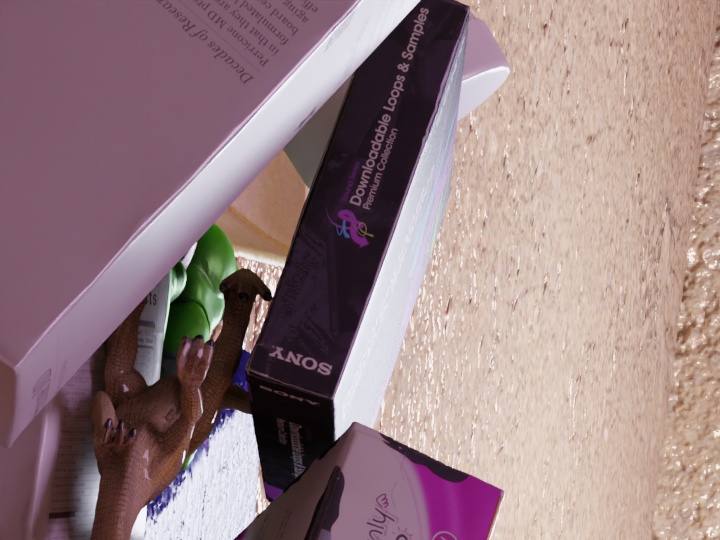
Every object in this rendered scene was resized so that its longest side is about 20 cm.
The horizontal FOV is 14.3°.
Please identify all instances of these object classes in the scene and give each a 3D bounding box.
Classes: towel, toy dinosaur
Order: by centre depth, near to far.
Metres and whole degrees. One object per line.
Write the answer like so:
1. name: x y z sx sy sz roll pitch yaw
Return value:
1. toy dinosaur: -0.068 0.047 0.953 0.200 0.058 0.102 -63 167 -67
2. towel: -0.096 0.131 1.296 0.200 0.049 0.148 -53 152 -65

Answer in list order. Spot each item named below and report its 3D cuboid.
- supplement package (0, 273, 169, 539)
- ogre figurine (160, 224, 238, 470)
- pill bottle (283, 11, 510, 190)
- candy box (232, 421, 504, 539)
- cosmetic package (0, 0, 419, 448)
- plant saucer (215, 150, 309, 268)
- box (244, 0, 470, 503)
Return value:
1. supplement package: -0.140 0.088 0.973 0.114 0.109 0.201 15 80 -75
2. ogre figurine: -0.090 -0.031 1.138 0.200 0.098 0.120 57 22 -6
3. pill bottle: -0.030 -0.140 1.144 0.201 0.116 0.116 59 13 7
4. candy box: -0.029 0.151 0.987 0.200 0.061 0.137 -49 -161 62
5. cosmetic package: -0.062 -0.055 0.815 0.200 0.081 0.113 -50 177 -14
6. plant saucer: -0.065 -0.106 1.323 0.200 0.048 0.201 14 81 -74
7. box: 0.000 0.000 1.010 0.200 0.036 0.144 85 23 -74
